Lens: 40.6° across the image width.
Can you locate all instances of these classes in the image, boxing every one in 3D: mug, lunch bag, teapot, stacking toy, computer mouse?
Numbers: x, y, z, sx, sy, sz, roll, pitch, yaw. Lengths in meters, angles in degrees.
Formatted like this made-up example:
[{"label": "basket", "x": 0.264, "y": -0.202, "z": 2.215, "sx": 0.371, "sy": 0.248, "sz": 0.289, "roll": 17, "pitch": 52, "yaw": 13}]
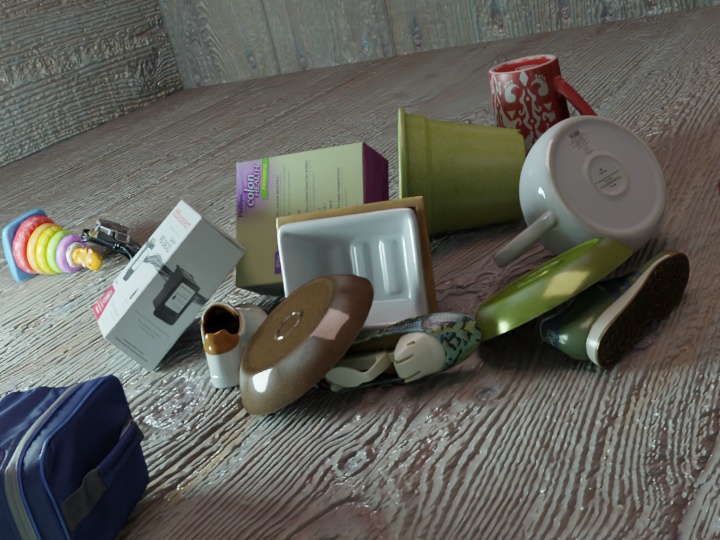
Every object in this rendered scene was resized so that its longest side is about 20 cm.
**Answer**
[{"label": "mug", "x": 0.289, "y": -0.227, "z": 1.511, "sx": 0.174, "sy": 0.203, "sz": 0.134, "roll": -10, "pitch": 19, "yaw": 14}, {"label": "lunch bag", "x": -0.275, "y": 0.187, "z": 0.901, "sx": 0.130, "sy": 0.138, "sz": 0.200, "roll": -9, "pitch": 19, "yaw": 13}, {"label": "teapot", "x": 0.274, "y": -0.084, "z": 1.227, "sx": 0.197, "sy": 0.201, "sz": 0.146, "roll": 14, "pitch": -26, "yaw": -13}, {"label": "stacking toy", "x": -0.540, "y": -0.035, "z": 1.765, "sx": 0.197, "sy": 0.118, "sz": 0.110, "roll": 11, "pitch": 33, "yaw": 29}, {"label": "computer mouse", "x": -0.459, "y": -0.056, "z": 1.799, "sx": 0.108, "sy": 0.045, "sz": 0.200, "roll": 18, "pitch": 5, "yaw": -15}]

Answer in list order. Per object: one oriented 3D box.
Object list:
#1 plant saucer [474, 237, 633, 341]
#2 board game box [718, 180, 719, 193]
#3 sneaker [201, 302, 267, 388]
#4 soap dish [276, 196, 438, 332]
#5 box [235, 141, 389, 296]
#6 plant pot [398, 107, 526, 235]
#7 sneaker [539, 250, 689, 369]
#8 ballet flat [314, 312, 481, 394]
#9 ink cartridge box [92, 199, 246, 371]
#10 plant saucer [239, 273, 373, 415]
[{"label": "plant saucer", "x": 0.201, "y": 0.015, "z": 1.059, "sx": 0.198, "sy": 0.031, "sz": 0.200, "roll": -30, "pitch": 0, "yaw": 0}, {"label": "board game box", "x": 0.595, "y": -0.131, "z": 1.308, "sx": 0.198, "sy": 0.020, "sz": 0.103, "roll": 2, "pitch": 27, "yaw": 39}, {"label": "sneaker", "x": -0.156, "y": 0.066, "z": 1.220, "sx": 0.072, "sy": 0.086, "sz": 0.200, "roll": -15, "pitch": 18, "yaw": 3}, {"label": "soap dish", "x": 0.000, "y": 0.000, "z": 1.197, "sx": 0.197, "sy": 0.160, "sz": 0.081, "roll": -6, "pitch": 4, "yaw": 22}, {"label": "box", "x": -0.065, "y": -0.065, "z": 1.338, "sx": 0.197, "sy": 0.179, "sz": 0.096, "roll": -6, "pitch": -12, "yaw": 22}, {"label": "plant pot", "x": 0.148, "y": -0.139, "z": 1.432, "sx": 0.180, "sy": 0.204, "sz": 0.201, "roll": -2, "pitch": 20, "yaw": 1}, {"label": "sneaker", "x": 0.266, "y": 0.030, "z": 1.034, "sx": 0.089, "sy": 0.068, "sz": 0.199, "roll": 12, "pitch": 36, "yaw": 42}, {"label": "ballet flat", "x": 0.032, "y": 0.096, "z": 1.035, "sx": 0.197, "sy": 0.075, "sz": 0.074, "roll": -16, "pitch": 17, "yaw": 26}, {"label": "ink cartridge box", "x": -0.257, "y": 0.014, "z": 1.299, "sx": 0.201, "sy": 0.083, "sz": 0.145, "roll": -52, "pitch": 25, "yaw": -3}, {"label": "plant saucer", "x": -0.070, "y": 0.071, "z": 1.086, "sx": 0.199, "sy": 0.037, "sz": 0.201, "roll": -37, "pitch": 22, "yaw": 17}]
